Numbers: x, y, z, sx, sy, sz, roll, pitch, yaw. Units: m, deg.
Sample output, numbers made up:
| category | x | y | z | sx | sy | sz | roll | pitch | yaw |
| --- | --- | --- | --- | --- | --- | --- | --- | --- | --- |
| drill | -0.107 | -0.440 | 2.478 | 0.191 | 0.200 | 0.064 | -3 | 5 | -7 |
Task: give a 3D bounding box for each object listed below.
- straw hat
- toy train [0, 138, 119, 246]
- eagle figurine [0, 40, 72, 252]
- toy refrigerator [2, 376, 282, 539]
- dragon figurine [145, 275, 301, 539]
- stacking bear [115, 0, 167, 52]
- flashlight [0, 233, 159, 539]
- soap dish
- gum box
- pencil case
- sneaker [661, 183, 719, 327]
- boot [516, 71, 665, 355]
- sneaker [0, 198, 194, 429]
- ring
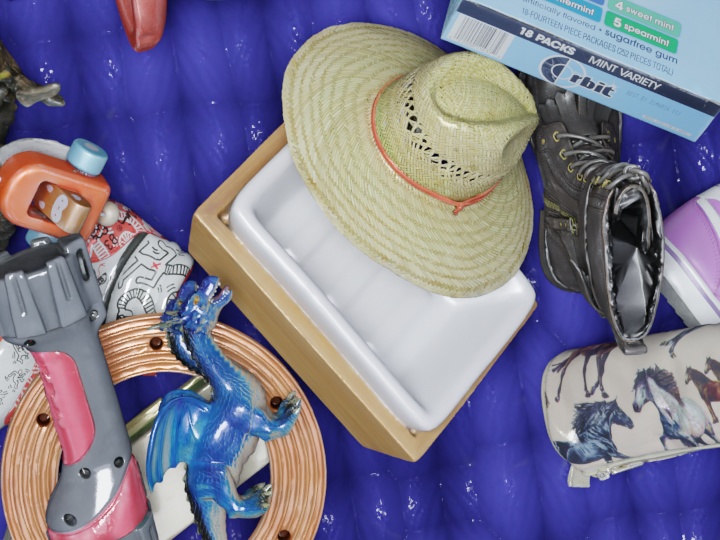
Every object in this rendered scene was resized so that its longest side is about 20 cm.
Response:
| category | x | y | z | sx | sy | sz | roll | pitch | yaw |
| --- | --- | --- | --- | --- | --- | --- | --- | --- | --- |
| straw hat | 0.057 | -0.086 | 1.194 | 0.201 | 0.201 | 0.085 | 47 | 133 | -9 |
| toy train | -0.227 | 0.007 | 1.144 | 0.149 | 0.056 | 0.201 | 23 | 106 | -35 |
| eagle figurine | -0.274 | -0.056 | 1.203 | 0.152 | 0.151 | 0.200 | 45 | 79 | -19 |
| toy refrigerator | -0.131 | 0.128 | 1.259 | 0.200 | 0.076 | 0.070 | -39 | 99 | 0 |
| dragon figurine | -0.097 | 0.104 | 1.174 | 0.099 | 0.059 | 0.202 | 18 | 93 | -8 |
| stacking bear | -0.054 | -0.221 | 1.216 | 0.198 | 0.114 | 0.122 | -11 | 134 | -15 |
| flashlight | -0.169 | 0.084 | 1.137 | 0.067 | 0.068 | 0.202 | -4 | 115 | 25 |
| soap dish | 0.000 | 0.000 | 1.228 | 0.200 | 0.081 | 0.157 | 48 | 52 | -8 |
| gum box | 0.151 | -0.195 | 1.216 | 0.169 | 0.045 | 0.201 | 21 | 56 | -8 |
| pencil case | 0.210 | 0.079 | 1.238 | 0.077 | 0.199 | 0.090 | -2 | 81 | -49 |
| sneaker | 0.280 | 0.030 | 1.297 | 0.114 | 0.073 | 0.201 | -37 | 98 | -4 |
| boot | 0.150 | -0.059 | 1.219 | 0.069 | 0.174 | 0.202 | -8 | 97 | -5 |
| sneaker | -0.183 | 0.056 | 1.250 | 0.107 | 0.067 | 0.203 | 29 | 90 | -6 |
| ring | -0.120 | 0.126 | 1.213 | 0.198 | 0.019 | 0.203 | -1 | 97 | -6 |
